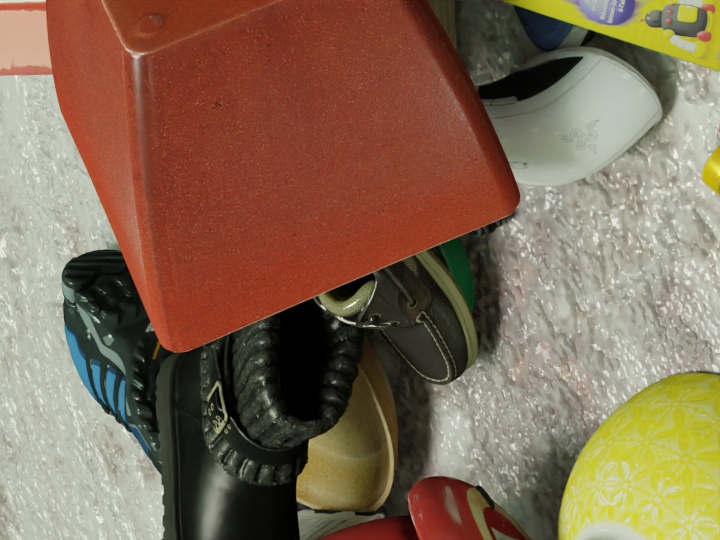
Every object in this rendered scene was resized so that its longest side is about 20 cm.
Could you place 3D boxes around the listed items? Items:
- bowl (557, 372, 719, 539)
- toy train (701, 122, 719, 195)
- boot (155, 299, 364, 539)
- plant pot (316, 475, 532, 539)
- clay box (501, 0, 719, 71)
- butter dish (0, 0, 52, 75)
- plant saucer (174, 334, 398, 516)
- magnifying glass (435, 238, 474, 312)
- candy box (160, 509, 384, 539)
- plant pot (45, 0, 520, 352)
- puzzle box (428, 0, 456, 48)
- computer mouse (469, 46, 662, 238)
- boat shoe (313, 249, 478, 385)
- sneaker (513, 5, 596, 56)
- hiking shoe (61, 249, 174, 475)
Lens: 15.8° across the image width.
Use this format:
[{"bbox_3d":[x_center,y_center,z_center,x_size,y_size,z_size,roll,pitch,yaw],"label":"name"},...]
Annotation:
[{"bbox_3d":[0.167,0.165,1.372,0.200,0.107,0.201,27,127,43],"label":"bowl"},{"bbox_3d":[0.240,0.004,1.242,0.150,0.056,0.201,2,112,51],"label":"toy train"},{"bbox_3d":[-0.053,0.117,1.523,0.158,0.079,0.212,-29,70,52],"label":"boot"},{"bbox_3d":[0.029,0.226,1.437,0.182,0.200,0.201,-38,72,11],"label":"plant pot"},{"bbox_3d":[0.107,-0.179,1.249,0.199,0.048,0.115,18,127,11],"label":"clay box"},{"bbox_3d":[-0.141,-0.204,1.566,0.199,0.148,0.201,1,81,26],"label":"butter dish"},{"bbox_3d":[-0.042,0.064,1.629,0.200,0.035,0.201,34,144,28],"label":"plant saucer"},{"bbox_3d":[0.019,-0.052,1.530,0.079,0.022,0.201,-5,102,54],"label":"magnifying glass"},{"bbox_3d":[-0.034,0.244,1.688,0.200,0.071,0.168,-5,113,54],"label":"candy box"},{"bbox_3d":[-0.056,-0.116,1.300,0.177,0.199,0.200,74,171,-51],"label":"plant pot"},{"bbox_3d":[-0.006,-0.190,1.464,0.133,0.025,0.201,13,115,40],"label":"puzzle box"},{"bbox_3d":[0.078,-0.069,1.391,0.110,0.044,0.200,39,149,-21],"label":"computer mouse"},{"bbox_3d":[0.000,0.000,1.462,0.073,0.065,0.200,5,139,45],"label":"boat shoe"},{"bbox_3d":[0.076,-0.204,1.328,0.076,0.077,0.201,5,114,50],"label":"sneaker"},{"bbox_3d":[-0.144,0.079,1.781,0.200,0.074,0.087,59,152,29],"label":"hiking shoe"}]
